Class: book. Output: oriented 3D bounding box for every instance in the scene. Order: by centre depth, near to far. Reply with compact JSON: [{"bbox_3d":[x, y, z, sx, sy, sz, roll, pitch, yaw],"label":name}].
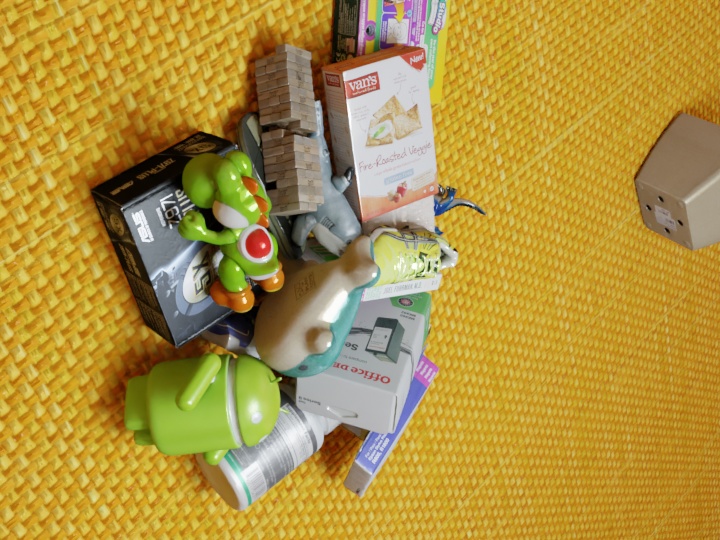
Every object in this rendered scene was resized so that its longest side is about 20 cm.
[{"bbox_3d":[0.000,0.000,1.264,0.198,0.133,0.049,-8,120,-42],"label":"book"}]

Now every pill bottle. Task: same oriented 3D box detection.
[{"bbox_3d":[-0.124,0.231,1.258,0.199,0.112,0.114,-35,127,-29],"label":"pill bottle"}]

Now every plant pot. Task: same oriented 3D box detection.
[{"bbox_3d":[0.668,-0.162,1.798,0.176,0.199,0.201,-36,129,-13],"label":"plant pot"}]

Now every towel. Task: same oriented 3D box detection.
[{"bbox_3d":[0.048,-0.135,1.278,0.131,0.034,0.204,-5,94,-29],"label":"towel"}]

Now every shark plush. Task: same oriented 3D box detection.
[{"bbox_3d":[-0.038,-0.117,1.171,0.090,0.082,0.204,-6,94,-61],"label":"shark plush"}]

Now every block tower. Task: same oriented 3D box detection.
[{"bbox_3d":[-0.089,-0.172,1.118,0.054,0.057,0.204,0,86,-57],"label":"block tower"}]

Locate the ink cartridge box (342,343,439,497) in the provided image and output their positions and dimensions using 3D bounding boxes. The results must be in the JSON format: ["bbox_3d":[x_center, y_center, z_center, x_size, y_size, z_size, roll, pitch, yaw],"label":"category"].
[{"bbox_3d":[0.049,0.230,1.353,0.197,0.043,0.201,-54,172,-25],"label":"ink cartridge box"}]

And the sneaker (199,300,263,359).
[{"bbox_3d":[-0.124,0.063,1.224,0.198,0.080,0.117,18,90,-52],"label":"sneaker"}]

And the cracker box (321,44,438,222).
[{"bbox_3d":[0.029,-0.182,1.187,0.133,0.057,0.203,-23,117,-28],"label":"cracker box"}]

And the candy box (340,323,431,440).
[{"bbox_3d":[0.038,0.163,1.384,0.202,0.056,0.117,-60,172,-7],"label":"candy box"}]

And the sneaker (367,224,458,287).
[{"bbox_3d":[0.065,-0.020,1.194,0.199,0.076,0.077,-25,127,-55],"label":"sneaker"}]

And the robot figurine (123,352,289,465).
[{"bbox_3d":[-0.190,0.166,1.118,0.197,0.117,0.177,-6,141,1],"label":"robot figurine"}]

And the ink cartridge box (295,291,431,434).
[{"bbox_3d":[0.007,0.110,1.244,0.201,0.144,0.085,-67,166,-46],"label":"ink cartridge box"}]

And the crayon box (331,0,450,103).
[{"bbox_3d":[0.044,-0.331,1.229,0.171,0.058,0.203,-12,114,-41],"label":"crayon box"}]

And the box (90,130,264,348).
[{"bbox_3d":[-0.208,-0.039,1.090,0.163,0.086,0.202,-33,127,-29],"label":"box"}]

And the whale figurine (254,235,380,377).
[{"bbox_3d":[-0.041,0.049,1.110,0.200,0.160,0.103,-41,125,19],"label":"whale figurine"}]

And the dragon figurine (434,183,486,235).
[{"bbox_3d":[0.100,-0.090,1.375,0.198,0.059,0.101,19,95,-41],"label":"dragon figurine"}]

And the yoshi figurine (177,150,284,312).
[{"bbox_3d":[-0.151,-0.057,1.029,0.110,0.113,0.202,-4,132,0],"label":"yoshi figurine"}]

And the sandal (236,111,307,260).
[{"bbox_3d":[-0.124,-0.102,1.157,0.080,0.057,0.204,-49,130,-51],"label":"sandal"}]
